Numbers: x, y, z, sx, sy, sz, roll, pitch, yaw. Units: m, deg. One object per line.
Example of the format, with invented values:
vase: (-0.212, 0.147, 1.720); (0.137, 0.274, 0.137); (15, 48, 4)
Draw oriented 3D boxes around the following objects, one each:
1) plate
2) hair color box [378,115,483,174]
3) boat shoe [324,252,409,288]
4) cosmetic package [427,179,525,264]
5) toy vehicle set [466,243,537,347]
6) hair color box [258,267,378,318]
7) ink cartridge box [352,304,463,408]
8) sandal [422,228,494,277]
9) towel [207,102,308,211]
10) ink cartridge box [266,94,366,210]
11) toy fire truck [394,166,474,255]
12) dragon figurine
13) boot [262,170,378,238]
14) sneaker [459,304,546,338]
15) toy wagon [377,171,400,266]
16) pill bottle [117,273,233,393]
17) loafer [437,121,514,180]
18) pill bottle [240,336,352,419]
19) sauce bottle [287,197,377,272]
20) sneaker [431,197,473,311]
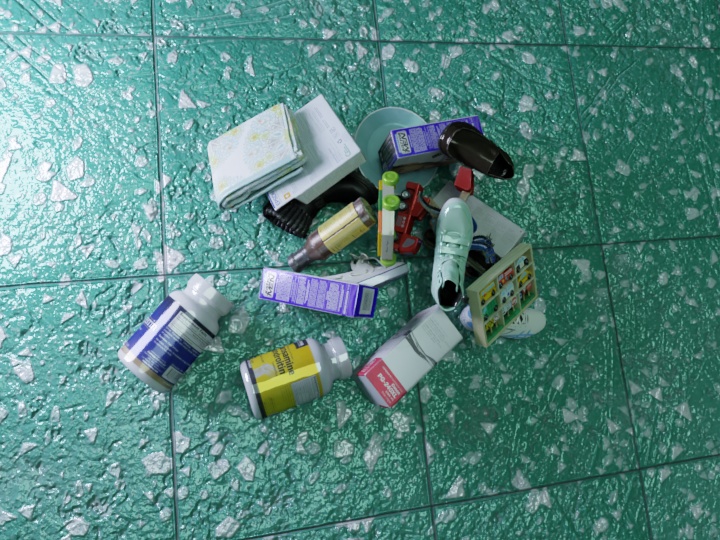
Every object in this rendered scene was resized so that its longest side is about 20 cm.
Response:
plate: (0.078, -0.261, 1.201); (0.196, 0.026, 0.205); (2, 80, -13)
hair color box: (0.146, -0.259, 1.138); (0.196, 0.109, 0.066); (-12, 82, -14)
boat shoe: (-0.001, 0.001, 1.119); (0.198, 0.075, 0.088); (-19, 82, -5)
cosmetic package: (0.243, -0.101, 1.162); (0.199, 0.051, 0.083); (39, 76, 20)
toy vehicle set: (0.287, 0.046, 1.086); (0.199, 0.026, 0.126); (-34, 120, -34)
hair color box: (-0.078, 0.043, 1.024); (0.196, 0.109, 0.066); (11, 88, 22)
ink cartridge box: (0.089, 0.168, 1.065); (0.199, 0.145, 0.084); (-39, 88, -15)
sandal: (0.223, -0.025, 1.176); (0.199, 0.058, 0.080); (29, 38, 11)
towel: (-0.203, -0.224, 1.063); (0.197, 0.048, 0.173); (-25, 54, 9)
ink cartridge box: (-0.113, -0.229, 1.076); (0.198, 0.043, 0.198); (-34, 56, 5)
toy fire truck: (0.148, -0.122, 1.133); (0.139, 0.049, 0.204); (16, 90, 20)
dragon figurine: (0.192, -0.091, 1.073); (0.098, 0.059, 0.202); (-31, 102, 8)
boot: (-0.080, -0.134, 1.111); (0.208, 0.080, 0.160); (21, 71, 7)
sneaker: (0.312, 0.106, 1.163); (0.196, 0.072, 0.073); (4, 77, -13)
toy wagon: (0.053, -0.114, 1.060); (0.039, 0.157, 0.202); (1, 47, 1)
pill bottle: (-0.334, 0.112, 1.000); (0.115, 0.116, 0.201); (40, 74, -3)
loafer: (0.238, -0.231, 1.067); (0.197, 0.072, 0.074); (13, 115, -33)
pill bottle: (-0.120, 0.196, 1.032); (0.197, 0.112, 0.114); (-18, 84, -15)
sauce bottle: (-0.060, -0.066, 1.078); (0.198, 0.065, 0.065); (-33, 87, 16)
sneaker: (0.174, -0.026, 0.999); (0.072, 0.118, 0.205); (5, 105, 0)
